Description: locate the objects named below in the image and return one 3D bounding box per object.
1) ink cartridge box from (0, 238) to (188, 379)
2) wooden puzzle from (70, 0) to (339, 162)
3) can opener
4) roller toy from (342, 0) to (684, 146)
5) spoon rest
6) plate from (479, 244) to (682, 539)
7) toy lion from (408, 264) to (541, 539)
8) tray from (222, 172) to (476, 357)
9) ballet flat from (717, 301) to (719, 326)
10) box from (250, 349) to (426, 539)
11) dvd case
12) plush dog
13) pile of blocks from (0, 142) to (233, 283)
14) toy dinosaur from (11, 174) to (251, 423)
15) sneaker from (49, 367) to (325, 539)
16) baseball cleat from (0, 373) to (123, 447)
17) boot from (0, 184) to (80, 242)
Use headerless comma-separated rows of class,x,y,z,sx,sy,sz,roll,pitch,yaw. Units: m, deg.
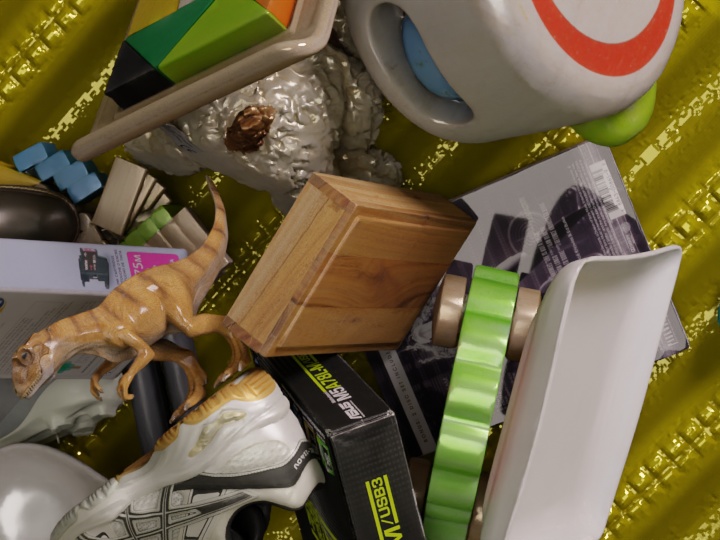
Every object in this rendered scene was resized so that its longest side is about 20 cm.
ink cartridge box,-0.210,0.024,0.984,0.119,0.198,0.042,-41,58,45
wooden puzzle,-0.076,-0.162,0.946,0.184,0.201,0.037,-20,129,37
can opener,-0.125,0.117,1.111,0.053,0.067,0.202,-10,97,9
roller toy,0.084,-0.173,0.972,0.139,0.181,0.203,-8,81,47
spoon rest,-0.165,0.156,1.065,0.198,0.061,0.101,-5,87,10
plate,0.126,0.081,0.998,0.032,0.199,0.202,19,102,25
toy lion,0.062,0.093,1.000,0.068,0.192,0.202,11,104,4
tray,0.000,0.000,0.990,0.037,0.200,0.099,36,102,18
ballet flat,0.288,-0.043,1.036,0.070,0.069,0.202,16,101,-15
box,-0.006,0.146,1.017,0.047,0.200,0.195,-16,109,-13
dvd case,0.094,0.019,1.092,0.198,0.016,0.150,-23,96,10
plush dog,-0.044,-0.135,1.036,0.198,0.161,0.173,22,75,2
pile of blocks,-0.170,-0.040,1.095,0.198,0.062,0.083,26,97,7
toy dinosaur,-0.106,0.019,0.943,0.107,0.200,0.060,53,138,-1
sneaker,-0.102,0.141,0.963,0.200,0.076,0.088,-38,89,36
baseball cleat,-0.246,0.082,1.132,0.198,0.070,0.108,-20,70,17
boot,-0.262,-0.006,1.006,0.198,0.097,0.076,-14,98,-13
